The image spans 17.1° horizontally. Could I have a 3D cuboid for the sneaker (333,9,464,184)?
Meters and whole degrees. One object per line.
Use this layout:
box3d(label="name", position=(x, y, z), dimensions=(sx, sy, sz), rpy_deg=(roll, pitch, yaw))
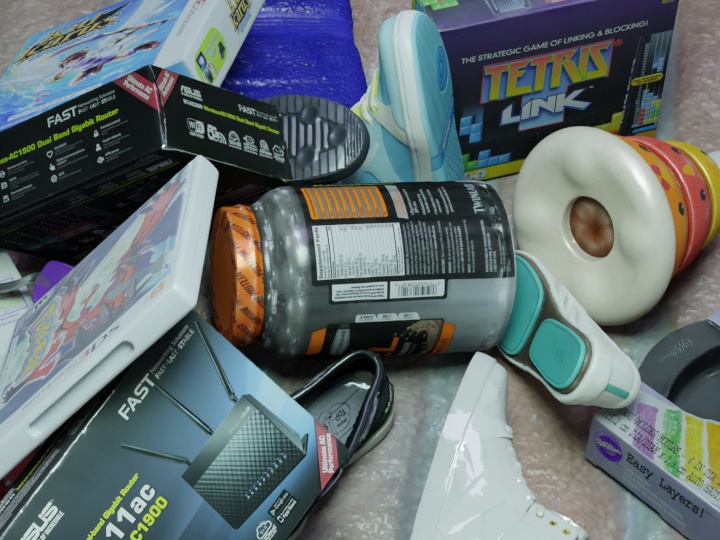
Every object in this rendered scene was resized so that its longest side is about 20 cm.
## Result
box3d(label="sneaker", position=(0.001, -0.104, 1.737), dimensions=(0.130, 0.201, 0.080), rpy_deg=(4, 44, 15))

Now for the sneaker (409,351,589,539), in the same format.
box3d(label="sneaker", position=(0.099, 0.154, 1.593), dimensions=(0.115, 0.074, 0.201), rpy_deg=(13, 58, 6))

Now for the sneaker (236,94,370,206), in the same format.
box3d(label="sneaker", position=(-0.066, -0.080, 1.736), dimensions=(0.199, 0.082, 0.071), rpy_deg=(-2, 70, 34))

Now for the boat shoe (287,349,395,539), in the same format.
box3d(label="boat shoe", position=(-0.046, 0.124, 1.608), dimensions=(0.074, 0.066, 0.199), rpy_deg=(38, 56, 24))

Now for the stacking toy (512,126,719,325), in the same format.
box3d(label="stacking toy", position=(0.222, -0.053, 1.767), dimensions=(0.199, 0.147, 0.146), rpy_deg=(-22, 51, -42))

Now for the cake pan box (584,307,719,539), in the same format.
box3d(label="cake pan box", position=(0.281, 0.117, 1.649), dimensions=(0.200, 0.053, 0.184), rpy_deg=(38, 54, 27))

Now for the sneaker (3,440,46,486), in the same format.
box3d(label="sneaker", position=(-0.222, 0.120, 1.578), dimensions=(0.199, 0.087, 0.074), rpy_deg=(4, 25, -12))

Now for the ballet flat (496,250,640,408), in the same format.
box3d(label="ballet flat", position=(0.141, 0.048, 1.678), dimensions=(0.069, 0.070, 0.200), rpy_deg=(-10, 23, -13))

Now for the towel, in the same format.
box3d(label="towel", position=(-0.072, -0.175, 1.891), dimensions=(0.147, 0.050, 0.201), rpy_deg=(-5, 48, -7))

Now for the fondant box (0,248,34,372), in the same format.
box3d(label="fondant box", position=(-0.308, 0.037, 1.676), dimensions=(0.144, 0.058, 0.200), rpy_deg=(-20, 53, -20))

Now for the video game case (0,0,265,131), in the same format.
box3d(label="video game case", position=(-0.183, -0.149, 1.771), dimensions=(0.199, 0.046, 0.182), rpy_deg=(-18, 25, 22))

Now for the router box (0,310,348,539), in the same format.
box3d(label="router box", position=(-0.124, 0.141, 1.491), dimensions=(0.150, 0.062, 0.200), rpy_deg=(42, 72, -16))

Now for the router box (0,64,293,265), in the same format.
box3d(label="router box", position=(-0.170, -0.069, 1.658), dimensions=(0.199, 0.150, 0.063), rpy_deg=(-20, 72, 28))

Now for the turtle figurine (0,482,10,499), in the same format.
box3d(label="turtle figurine", position=(-0.280, 0.189, 1.518), dimensions=(0.149, 0.101, 0.200), rpy_deg=(26, 57, 19))

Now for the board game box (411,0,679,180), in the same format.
box3d(label="board game box", position=(0.135, -0.153, 1.806), dimensions=(0.199, 0.166, 0.057), rpy_deg=(-13, 50, -15))

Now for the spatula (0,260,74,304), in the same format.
box3d(label="spatula", position=(-0.260, 0.009, 1.650), dimensions=(0.198, 0.021, 0.057), rpy_deg=(6, 35, 4))

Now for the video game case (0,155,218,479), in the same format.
box3d(label="video game case", position=(-0.165, 0.027, 1.508), dimensions=(0.023, 0.182, 0.200), rpy_deg=(43, 19, -17))

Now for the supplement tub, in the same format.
box3d(label="supplement tub", position=(0.000, 0.000, 1.674), dimensions=(0.198, 0.123, 0.123), rpy_deg=(-2, 47, -14))
